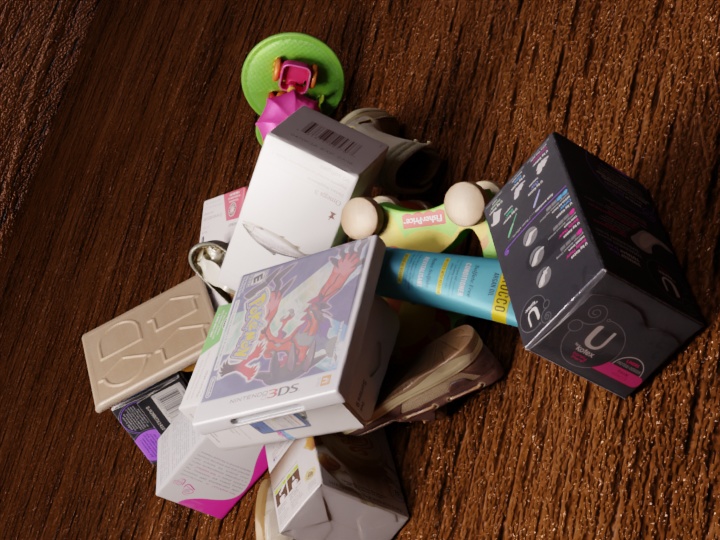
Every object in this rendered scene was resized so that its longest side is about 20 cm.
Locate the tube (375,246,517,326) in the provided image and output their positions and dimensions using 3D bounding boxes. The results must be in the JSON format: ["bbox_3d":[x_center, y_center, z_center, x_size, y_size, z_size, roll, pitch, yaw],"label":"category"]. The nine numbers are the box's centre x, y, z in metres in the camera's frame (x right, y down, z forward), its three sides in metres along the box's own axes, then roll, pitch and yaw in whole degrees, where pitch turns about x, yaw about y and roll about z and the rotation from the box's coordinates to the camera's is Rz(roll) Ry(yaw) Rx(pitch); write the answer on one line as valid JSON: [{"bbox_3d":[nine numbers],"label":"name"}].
[{"bbox_3d":[0.109,0.015,1.374,0.199,0.050,0.078,9,76,27],"label":"tube"}]

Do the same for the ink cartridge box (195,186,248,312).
[{"bbox_3d":[-0.163,-0.002,1.888,0.145,0.084,0.201,-11,72,60],"label":"ink cartridge box"}]

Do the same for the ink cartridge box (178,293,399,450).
[{"bbox_3d":[-0.073,0.097,1.439,0.199,0.088,0.146,-12,44,34],"label":"ink cartridge box"}]

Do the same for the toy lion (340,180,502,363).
[{"bbox_3d":[0.065,0.011,1.457,0.199,0.069,0.193,-7,91,30],"label":"toy lion"}]

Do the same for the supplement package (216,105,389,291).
[{"bbox_3d":[-0.066,-0.064,1.572,0.201,0.117,0.117,-69,-8,28],"label":"supplement package"}]

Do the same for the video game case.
[{"bbox_3d":[-0.071,0.063,1.376,0.182,0.023,0.201,-16,41,32],"label":"video game case"}]

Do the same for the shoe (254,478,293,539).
[{"bbox_3d":[-0.095,0.321,1.566,0.200,0.053,0.070,-90,3,-49],"label":"shoe"}]

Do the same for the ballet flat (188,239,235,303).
[{"bbox_3d":[-0.145,0.035,1.761,0.200,0.064,0.067,42,105,18],"label":"ballet flat"}]

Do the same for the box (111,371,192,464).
[{"bbox_3d":[-0.278,0.150,1.918,0.106,0.122,0.200,-26,35,4],"label":"box"}]

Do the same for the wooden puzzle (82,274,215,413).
[{"bbox_3d":[-0.271,0.101,1.819,0.185,0.046,0.200,-27,31,-1],"label":"wooden puzzle"}]

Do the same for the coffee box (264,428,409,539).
[{"bbox_3d":[-0.032,0.203,1.470,0.080,0.114,0.200,-52,29,22],"label":"coffee box"}]

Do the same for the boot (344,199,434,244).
[{"bbox_3d":[0.000,0.000,1.583,0.075,0.107,0.200,43,112,26],"label":"boot"}]

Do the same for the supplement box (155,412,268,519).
[{"bbox_3d":[-0.166,0.206,1.734,0.200,0.101,0.104,-50,29,27],"label":"supplement box"}]

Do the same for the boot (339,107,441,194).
[{"bbox_3d":[0.033,-0.145,1.688,0.154,0.200,0.072,13,113,30],"label":"boot"}]

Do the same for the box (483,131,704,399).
[{"bbox_3d":[0.200,-0.007,1.211,0.106,0.122,0.200,-49,29,28],"label":"box"}]

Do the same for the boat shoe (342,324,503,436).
[{"bbox_3d":[0.061,0.129,1.406,0.200,0.072,0.072,-35,22,31],"label":"boat shoe"}]

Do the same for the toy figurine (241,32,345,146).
[{"bbox_3d":[-0.103,-0.202,1.918,0.184,0.149,0.201,-89,12,-55],"label":"toy figurine"}]
